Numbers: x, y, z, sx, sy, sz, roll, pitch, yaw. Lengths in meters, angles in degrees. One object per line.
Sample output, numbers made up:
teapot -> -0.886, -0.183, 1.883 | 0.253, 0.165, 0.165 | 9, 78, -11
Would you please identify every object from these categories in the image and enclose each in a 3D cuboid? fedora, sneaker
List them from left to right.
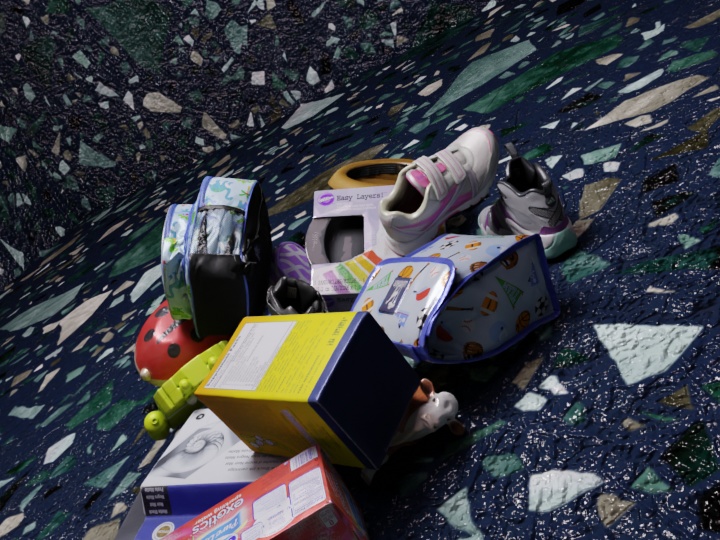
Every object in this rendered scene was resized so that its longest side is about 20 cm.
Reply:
sneaker -> -0.087, 0.053, 1.000 | 0.075, 0.113, 0.200 | 3, 20, -10
fedora -> 0.048, -0.118, 1.228 | 0.196, 0.083, 0.201 | -1, 23, 0
sneaker -> 0.101, -0.111, 1.003 | 0.200, 0.088, 0.081 | -47, 60, 0
sneaker -> 0.209, -0.105, 1.044 | 0.077, 0.142, 0.199 | -28, 21, -17

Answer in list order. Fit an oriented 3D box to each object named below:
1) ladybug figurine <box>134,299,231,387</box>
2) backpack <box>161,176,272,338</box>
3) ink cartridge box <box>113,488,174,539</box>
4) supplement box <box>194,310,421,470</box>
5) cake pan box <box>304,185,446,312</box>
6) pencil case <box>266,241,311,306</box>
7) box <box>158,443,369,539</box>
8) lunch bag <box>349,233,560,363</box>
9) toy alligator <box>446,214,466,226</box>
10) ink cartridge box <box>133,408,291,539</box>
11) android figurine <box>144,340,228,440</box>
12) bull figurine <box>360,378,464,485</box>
ladybug figurine -> -0.255, 0.088, 1.153 | 0.134, 0.073, 0.201 | 25, 48, 14
backpack -> -0.200, -0.028, 1.093 | 0.144, 0.185, 0.203 | 4, 50, 1
ink cartridge box -> -0.239, 0.310, 0.891 | 0.098, 0.040, 0.201 | -23, 23, 18
supplement box -> -0.056, 0.120, 0.799 | 0.198, 0.110, 0.110 | -5, 43, 44
cake pan box -> 0.023, -0.033, 1.075 | 0.196, 0.053, 0.187 | -3, 53, 5
pencil case -> -0.148, 0.031, 1.238 | 0.199, 0.084, 0.085 | -35, 58, 39
box -> -0.093, 0.266, 0.709 | 0.198, 0.096, 0.100 | -31, 20, 0
lunch bag -> 0.096, 0.035, 0.887 | 0.198, 0.126, 0.169 | -29, 16, -27
toy alligator -> 0.073, -0.065, 1.267 | 0.197, 0.055, 0.060 | -24, 22, 18
ink cartridge box -> -0.146, 0.226, 0.884 | 0.196, 0.041, 0.201 | -9, 26, 20
android figurine -> -0.220, 0.160, 1.067 | 0.181, 0.041, 0.200 | -38, -9, -22
bull figurine -> 0.027, 0.153, 0.837 | 0.121, 0.066, 0.200 | -36, 22, -9
